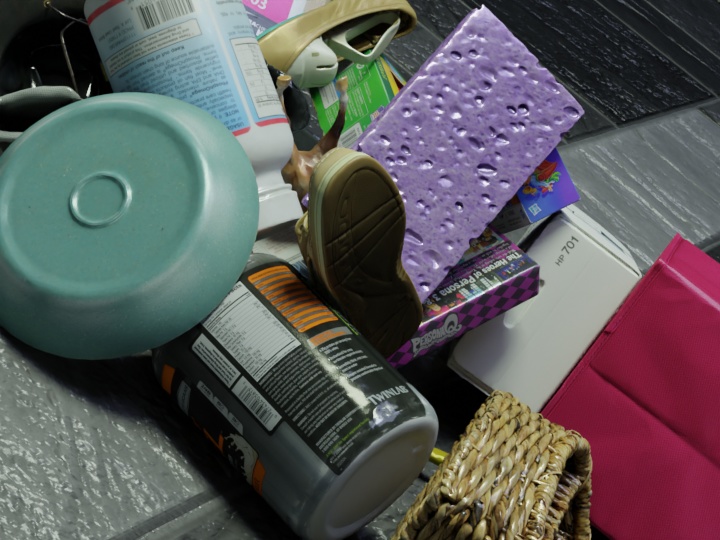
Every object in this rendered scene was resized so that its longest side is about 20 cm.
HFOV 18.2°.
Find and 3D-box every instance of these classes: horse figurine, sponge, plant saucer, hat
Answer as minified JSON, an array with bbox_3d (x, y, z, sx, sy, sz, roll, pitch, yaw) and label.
[{"bbox_3d":[-0.075,-0.087,1.662,0.200,0.133,0.050,11,28,30],"label":"horse figurine"},{"bbox_3d":[0.061,-0.083,1.616,0.112,0.200,0.030,44,-20,-8],"label":"sponge"},{"bbox_3d":[-0.167,-0.039,1.475,0.200,0.200,0.036,46,-12,26],"label":"plant saucer"},{"bbox_3d":[-0.235,-0.143,1.706,0.200,0.201,0.081,19,-15,-34],"label":"hat"}]

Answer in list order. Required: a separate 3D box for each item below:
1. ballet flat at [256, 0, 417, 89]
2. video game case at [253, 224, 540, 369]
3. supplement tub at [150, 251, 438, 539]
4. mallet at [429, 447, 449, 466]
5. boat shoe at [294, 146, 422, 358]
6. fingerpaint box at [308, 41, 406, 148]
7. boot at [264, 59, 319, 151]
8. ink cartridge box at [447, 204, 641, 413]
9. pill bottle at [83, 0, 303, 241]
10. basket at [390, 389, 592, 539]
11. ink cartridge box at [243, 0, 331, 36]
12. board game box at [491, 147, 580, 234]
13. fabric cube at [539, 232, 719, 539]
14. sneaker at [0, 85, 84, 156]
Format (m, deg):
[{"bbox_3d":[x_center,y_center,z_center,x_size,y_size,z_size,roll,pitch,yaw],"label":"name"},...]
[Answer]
[{"bbox_3d":[-0.026,-0.193,1.914,0.063,0.069,0.200,41,52,18],"label":"ballet flat"},{"bbox_3d":[0.000,0.000,1.662,0.200,0.036,0.181,-27,47,-25],"label":"video game case"},{"bbox_3d":[-0.054,0.073,1.489,0.200,0.123,0.122,45,24,24],"label":"supplement tub"},{"bbox_3d":[0.020,0.114,1.636,0.200,0.041,0.066,29,22,-4],"label":"mallet"},{"bbox_3d":[-0.011,-0.015,1.508,0.066,0.074,0.200,39,-24,32],"label":"boat shoe"},{"bbox_3d":[0.039,-0.094,1.965,0.167,0.073,0.200,49,13,-29],"label":"fingerpaint box"},{"bbox_3d":[-0.075,-0.120,1.801,0.165,0.066,0.200,24,-13,-15],"label":"boot"},{"bbox_3d":[0.143,0.026,1.780,0.086,0.147,0.200,37,7,-2],"label":"ink cartridge box"},{"bbox_3d":[-0.112,-0.115,1.580,0.109,0.109,0.200,-15,84,-63],"label":"pill bottle"},{"bbox_3d":[0.106,0.179,1.473,0.149,0.143,0.200,36,22,4],"label":"basket"},{"bbox_3d":[-0.135,-0.228,1.953,0.200,0.075,0.165,26,63,-19],"label":"ink cartridge box"},{"bbox_3d":[0.095,-0.095,1.753,0.135,0.045,0.200,64,-13,-1],"label":"board game box"},{"bbox_3d":[0.258,0.113,1.725,0.199,0.200,0.196,38,13,6],"label":"fabric cube"},{"bbox_3d":[-0.192,-0.080,1.604,0.200,0.115,0.075,13,71,-30],"label":"sneaker"}]
